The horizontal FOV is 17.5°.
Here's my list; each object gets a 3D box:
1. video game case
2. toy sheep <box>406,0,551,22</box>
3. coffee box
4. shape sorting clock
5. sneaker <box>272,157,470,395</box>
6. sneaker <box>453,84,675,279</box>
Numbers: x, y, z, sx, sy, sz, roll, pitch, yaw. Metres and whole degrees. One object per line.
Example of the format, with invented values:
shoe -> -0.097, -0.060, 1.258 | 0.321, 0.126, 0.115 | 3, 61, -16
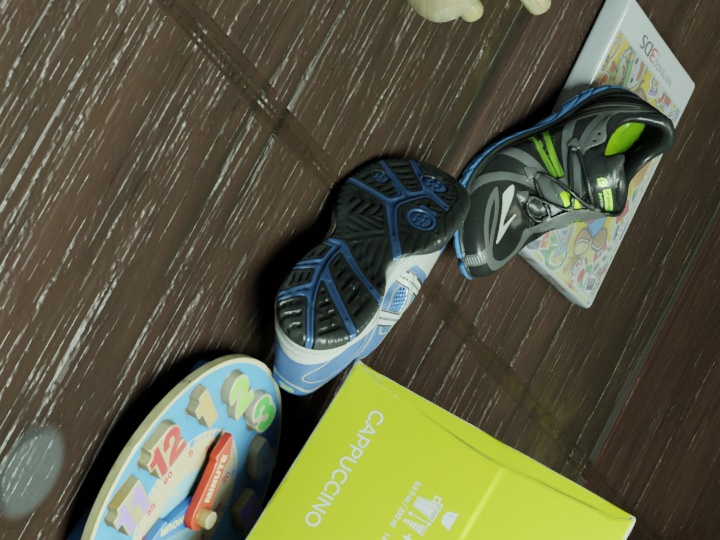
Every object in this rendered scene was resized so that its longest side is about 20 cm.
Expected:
video game case -> 0.180, -0.087, 1.752 | 0.200, 0.023, 0.182 | -64, 152, -6
toy sheep -> 0.071, -0.229, 1.346 | 0.138, 0.138, 0.200 | 64, 40, -55
coffee box -> 0.027, 0.210, 1.458 | 0.200, 0.200, 0.198 | -57, 172, -19
shape sorting clock -> -0.105, 0.144, 1.406 | 0.200, 0.039, 0.200 | -40, 142, -41
sneaker -> 0.000, 0.000, 1.461 | 0.200, 0.076, 0.077 | -45, 164, -41
sneaker -> 0.140, -0.063, 1.615 | 0.200, 0.083, 0.071 | -36, 128, -26
